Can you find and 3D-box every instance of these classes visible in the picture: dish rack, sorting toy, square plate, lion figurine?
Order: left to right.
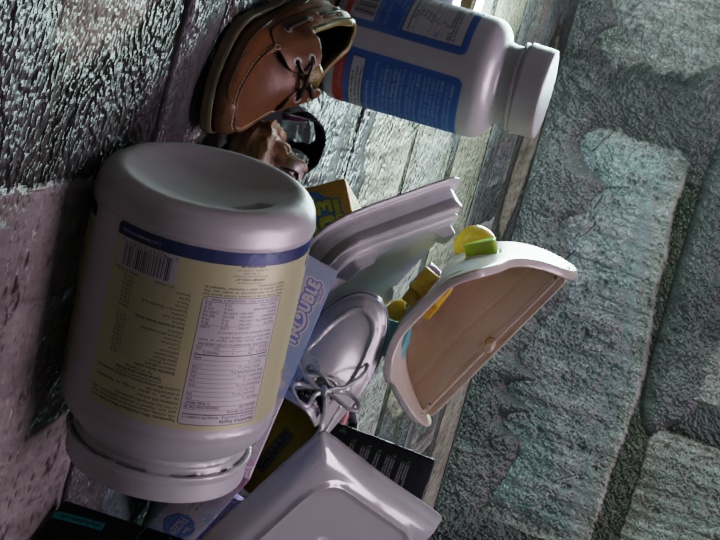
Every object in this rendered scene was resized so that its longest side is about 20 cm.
[{"bbox_3d":[-0.102,-0.020,1.486,0.200,0.072,0.123,116,-9,-53],"label":"lion figurine"},{"bbox_3d":[-0.046,0.244,1.617,0.198,0.028,0.200,-43,136,6],"label":"square plate"},{"bbox_3d":[0.000,0.000,1.702,0.171,0.044,0.200,-22,164,-38],"label":"dish rack"},{"bbox_3d":[0.077,0.038,1.677,0.200,0.107,0.180,-46,172,10],"label":"sorting toy"}]

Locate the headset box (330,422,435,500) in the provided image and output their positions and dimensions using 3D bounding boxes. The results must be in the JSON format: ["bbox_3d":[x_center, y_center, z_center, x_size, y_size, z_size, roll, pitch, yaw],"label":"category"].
[{"bbox_3d":[-0.041,0.232,1.773,0.093,0.198,0.175,107,4,-69],"label":"headset box"}]

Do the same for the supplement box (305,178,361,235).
[{"bbox_3d":[-0.024,-0.027,1.803,0.200,0.068,0.067,47,29,-76],"label":"supplement box"}]

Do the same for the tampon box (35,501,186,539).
[{"bbox_3d":[-0.179,0.281,1.284,0.200,0.149,0.127,-59,162,-52],"label":"tampon box"}]

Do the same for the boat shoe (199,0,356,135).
[{"bbox_3d":[-0.058,-0.159,1.446,0.200,0.067,0.072,-59,164,-51],"label":"boat shoe"}]

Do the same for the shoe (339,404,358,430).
[{"bbox_3d":[-0.059,0.194,1.944,0.072,0.090,0.202,-52,157,-62],"label":"shoe"}]

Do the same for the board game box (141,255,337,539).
[{"bbox_3d":[-0.101,0.111,1.542,0.199,0.043,0.201,-52,-167,56],"label":"board game box"}]

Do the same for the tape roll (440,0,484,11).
[{"bbox_3d":[0.086,-0.307,1.968,0.202,0.070,0.204,17,90,-80],"label":"tape roll"}]

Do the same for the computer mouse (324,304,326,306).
[{"bbox_3d":[-0.040,0.132,1.669,0.200,0.141,0.046,-46,170,32],"label":"computer mouse"}]

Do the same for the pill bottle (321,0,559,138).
[{"bbox_3d":[0.073,-0.185,1.738,0.112,0.198,0.113,18,90,-80],"label":"pill bottle"}]

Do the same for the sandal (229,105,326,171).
[{"bbox_3d":[-0.061,-0.104,1.575,0.200,0.048,0.076,21,86,-79],"label":"sandal"}]

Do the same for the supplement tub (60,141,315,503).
[{"bbox_3d":[-0.115,0.033,1.242,0.145,0.144,0.202,-48,153,-67],"label":"supplement tub"}]

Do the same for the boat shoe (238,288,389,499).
[{"bbox_3d":[-0.042,0.103,1.580,0.202,0.074,0.086,-52,-174,-2],"label":"boat shoe"}]

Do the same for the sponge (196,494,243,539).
[{"bbox_3d":[-0.134,0.290,1.667,0.030,0.111,0.202,26,-80,64],"label":"sponge"}]
